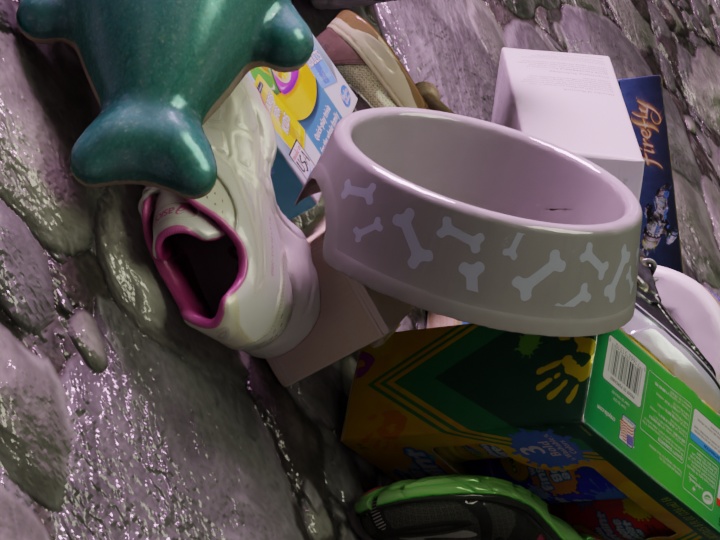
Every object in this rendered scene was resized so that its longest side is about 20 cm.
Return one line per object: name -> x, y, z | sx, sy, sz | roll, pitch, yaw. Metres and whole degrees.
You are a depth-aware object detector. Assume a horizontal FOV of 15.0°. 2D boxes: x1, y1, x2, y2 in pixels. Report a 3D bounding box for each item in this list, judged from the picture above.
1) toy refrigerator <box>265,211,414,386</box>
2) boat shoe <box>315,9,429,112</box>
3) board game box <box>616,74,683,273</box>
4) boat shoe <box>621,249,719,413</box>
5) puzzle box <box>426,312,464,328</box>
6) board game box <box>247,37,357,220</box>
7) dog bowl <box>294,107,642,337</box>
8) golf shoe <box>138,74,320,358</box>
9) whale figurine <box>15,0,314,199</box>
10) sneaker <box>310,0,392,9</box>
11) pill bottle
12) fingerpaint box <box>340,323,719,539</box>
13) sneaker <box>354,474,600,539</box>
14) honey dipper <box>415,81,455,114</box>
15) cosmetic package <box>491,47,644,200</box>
toy refrigerator -> 0.000, 0.000, 1.600 | 0.070, 0.076, 0.200 | 60, 21, -5
boat shoe -> 0.024, -0.071, 1.754 | 0.200, 0.065, 0.073 | 56, -6, -14
board game box -> 0.202, -0.035, 1.986 | 0.135, 0.034, 0.201 | 149, -65, -85
boat shoe -> 0.147, 0.010, 1.629 | 0.200, 0.072, 0.071 | 42, 61, 1
puzzle box -> 0.090, 0.065, 1.792 | 0.133, 0.025, 0.200 | 51, 24, -27
board game box -> -0.085, -0.140, 1.613 | 0.200, 0.047, 0.151 | 55, 23, -18
dog bowl -> 0.064, -0.032, 1.497 | 0.199, 0.059, 0.200 | 13, 20, -5
golf shoe -> -0.086, -0.049, 1.472 | 0.091, 0.075, 0.201 | 3, 61, -61
whale figurine -> -0.102, -0.135, 1.431 | 0.104, 0.158, 0.201 | 99, -1, -56
sneaker -> -0.014, -0.220, 1.797 | 0.200, 0.077, 0.082 | 5, 79, -64
pill bottle -> 0.196, 0.060, 1.753 | 0.111, 0.111, 0.200 | 67, 12, 12
fingerpaint box -> 0.115, 0.105, 1.593 | 0.200, 0.166, 0.074 | 39, 54, -44
sneaker -> 0.079, 0.173, 1.565 | 0.200, 0.077, 0.084 | 29, 59, -33
honey dipper -> 0.067, -0.091, 1.830 | 0.038, 0.038, 0.200 | 52, -2, -24
cosmetic package -> 0.137, -0.069, 1.877 | 0.200, 0.084, 0.108 | -96, -168, -64
